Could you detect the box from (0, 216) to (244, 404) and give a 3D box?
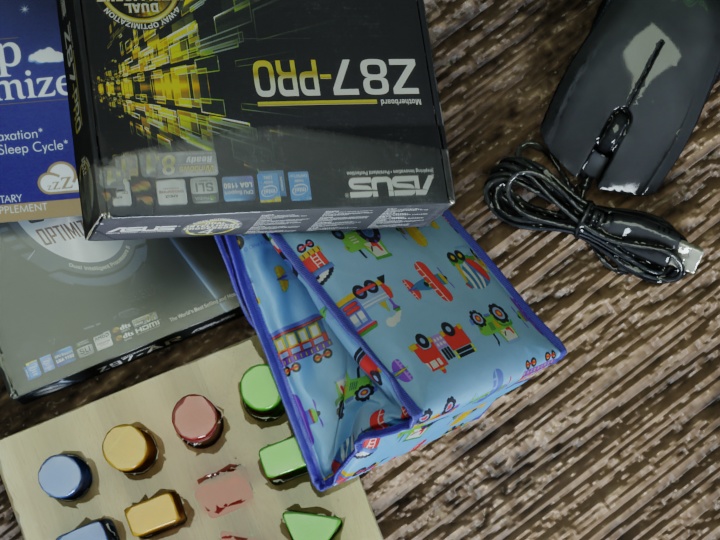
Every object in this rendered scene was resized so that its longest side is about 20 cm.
[{"bbox_3d":[-0.141,-0.032,1.169,0.198,0.044,0.162,-21,83,-4],"label":"box"}]

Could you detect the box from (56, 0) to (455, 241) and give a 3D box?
[{"bbox_3d":[-0.058,-0.101,1.046,0.198,0.049,0.163,-2,76,-21],"label":"box"}]

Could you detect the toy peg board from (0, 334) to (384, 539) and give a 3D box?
[{"bbox_3d":[-0.091,0.153,1.119,0.197,0.098,0.202,-21,83,-4],"label":"toy peg board"}]

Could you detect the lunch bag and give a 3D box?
[{"bbox_3d":[0.000,0.000,1.112,0.094,0.150,0.201,-38,77,38],"label":"lunch bag"}]

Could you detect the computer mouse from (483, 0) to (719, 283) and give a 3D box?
[{"bbox_3d":[0.171,-0.104,1.182,0.137,0.053,0.202,23,82,3],"label":"computer mouse"}]

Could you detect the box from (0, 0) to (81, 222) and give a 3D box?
[{"bbox_3d":[-0.199,-0.124,1.091,0.120,0.032,0.202,-5,114,-1],"label":"box"}]
